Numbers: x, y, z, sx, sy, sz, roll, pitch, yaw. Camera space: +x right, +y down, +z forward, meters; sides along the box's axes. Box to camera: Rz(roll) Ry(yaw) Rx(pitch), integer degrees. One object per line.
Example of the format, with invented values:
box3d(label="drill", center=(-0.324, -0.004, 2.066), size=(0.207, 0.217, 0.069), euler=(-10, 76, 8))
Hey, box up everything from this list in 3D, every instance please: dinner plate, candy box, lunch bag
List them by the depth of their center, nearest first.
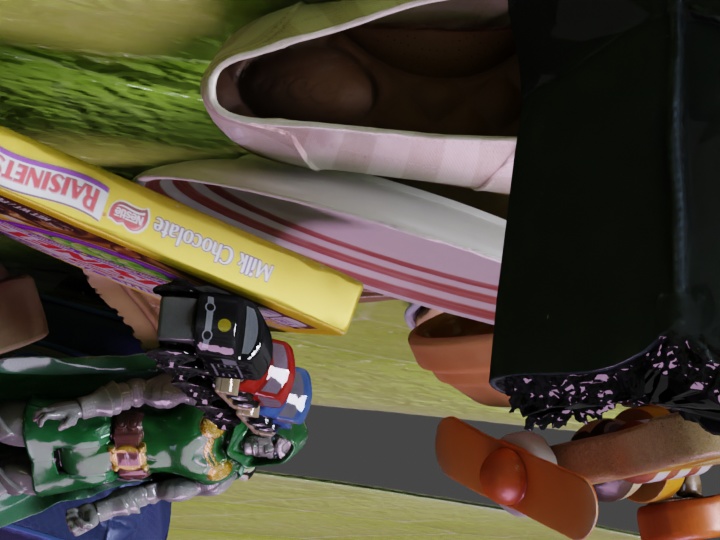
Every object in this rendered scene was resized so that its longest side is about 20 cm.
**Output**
box3d(label="dinner plate", center=(0.015, -0.010, 0.961), size=(0.200, 0.024, 0.200), euler=(18, 175, 2))
box3d(label="candy box", center=(-0.106, -0.021, 0.976), size=(0.200, 0.026, 0.102), euler=(23, 171, -29))
box3d(label="lunch bag", center=(-0.149, 0.071, 1.280), size=(0.135, 0.133, 0.200), euler=(16, 167, 1))

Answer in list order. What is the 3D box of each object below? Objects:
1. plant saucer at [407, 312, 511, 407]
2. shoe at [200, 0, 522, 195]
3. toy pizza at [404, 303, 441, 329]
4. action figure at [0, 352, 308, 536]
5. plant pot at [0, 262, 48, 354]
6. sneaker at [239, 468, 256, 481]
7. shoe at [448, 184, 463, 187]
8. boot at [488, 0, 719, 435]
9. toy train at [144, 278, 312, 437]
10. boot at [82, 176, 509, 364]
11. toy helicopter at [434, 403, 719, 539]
box3d(label="plant saucer", center=(0.120, 0.020, 1.126), size=(0.199, 0.038, 0.200), euler=(-14, -176, 1))
box3d(label="shoe", center=(0.044, -0.058, 0.866), size=(0.199, 0.070, 0.053), euler=(-1, 175, 8))
box3d(label="toy pizza", center=(0.122, 0.029, 1.328), size=(0.199, 0.032, 0.200), euler=(-1, 167, 0))
box3d(label="action figure", center=(-0.122, 0.074, 1.147), size=(0.199, 0.055, 0.118), euler=(-5, 126, 4))
box3d(label="plant pot", center=(-0.228, 0.009, 1.023), size=(0.200, 0.093, 0.201), euler=(-16, -179, 0))
box3d(label="sneaker", center=(-0.138, 0.084, 1.447), size=(0.199, 0.077, 0.075), euler=(-9, 166, 35))
box3d(label="shoe", center=(0.106, -0.024, 0.968), size=(0.199, 0.091, 0.071), euler=(-1, 167, -2))
box3d(label="boot", center=(0.133, -0.038, 0.745), size=(0.199, 0.169, 0.076), euler=(-4, 167, 9))
box3d(label="toy train", center=(-0.047, 0.036, 1.021), size=(0.046, 0.034, 0.200), euler=(5, 170, 5))
box3d(label="boot", center=(0.000, 0.000, 1.121), size=(0.199, 0.066, 0.175), euler=(-5, 164, 15))
box3d(label="toy helicopter", center=(0.109, 0.072, 1.075), size=(0.132, 0.079, 0.200), euler=(-6, 172, -11))
